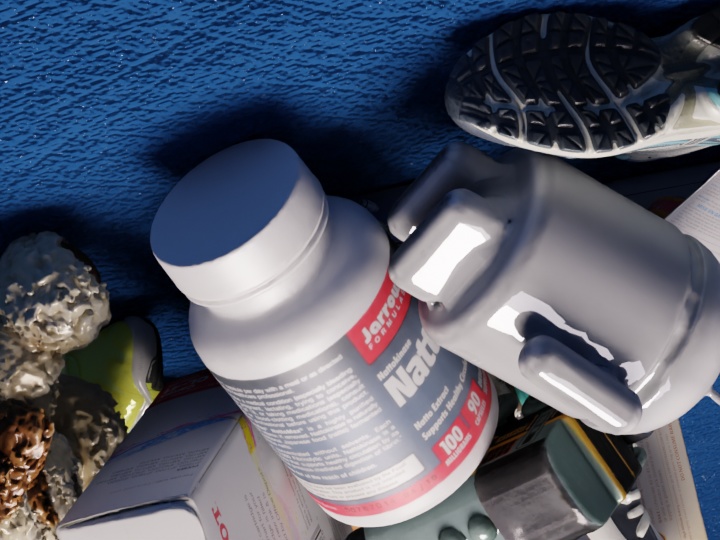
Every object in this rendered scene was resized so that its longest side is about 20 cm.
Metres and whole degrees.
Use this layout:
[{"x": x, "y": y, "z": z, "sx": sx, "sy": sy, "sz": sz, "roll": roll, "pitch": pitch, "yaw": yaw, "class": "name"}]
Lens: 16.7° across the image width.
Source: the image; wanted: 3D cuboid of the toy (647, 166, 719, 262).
[{"x": 0.187, "y": -0.013, "z": 1.384, "sx": 0.115, "sy": 0.047, "sz": 0.200, "roll": 19, "pitch": 124, "yaw": -42, "class": "toy"}]

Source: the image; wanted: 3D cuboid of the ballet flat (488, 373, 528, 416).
[{"x": 0.068, "y": 0.035, "z": 1.414, "sx": 0.071, "sy": 0.072, "sz": 0.200, "roll": -12, "pitch": 155, "yaw": -2, "class": "ballet flat"}]

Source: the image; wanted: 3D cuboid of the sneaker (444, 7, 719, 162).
[{"x": 0.133, "y": -0.081, "z": 1.254, "sx": 0.199, "sy": 0.078, "sz": 0.086, "roll": -4, "pitch": 159, "yaw": -20, "class": "sneaker"}]

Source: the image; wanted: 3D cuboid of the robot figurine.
[{"x": 0.110, "y": 0.012, "z": 1.264, "sx": 0.200, "sy": 0.170, "sz": 0.113, "roll": 29, "pitch": 127, "yaw": -20, "class": "robot figurine"}]

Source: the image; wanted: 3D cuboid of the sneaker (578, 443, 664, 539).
[{"x": 0.166, "y": 0.148, "z": 1.540, "sx": 0.129, "sy": 0.200, "sz": 0.079, "roll": 27, "pitch": 171, "yaw": -2, "class": "sneaker"}]

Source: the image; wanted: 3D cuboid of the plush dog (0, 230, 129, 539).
[{"x": -0.202, "y": 0.101, "z": 1.314, "sx": 0.160, "sy": 0.172, "sz": 0.200, "roll": -7, "pitch": 135, "yaw": -6, "class": "plush dog"}]

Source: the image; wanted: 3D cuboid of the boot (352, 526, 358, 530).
[{"x": 0.003, "y": 0.156, "z": 1.514, "sx": 0.154, "sy": 0.074, "sz": 0.200, "roll": 28, "pitch": 119, "yaw": -14, "class": "boot"}]

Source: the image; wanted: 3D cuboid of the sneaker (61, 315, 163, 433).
[{"x": -0.192, "y": 0.089, "z": 1.471, "sx": 0.076, "sy": 0.076, "sz": 0.200, "roll": 18, "pitch": 138, "yaw": -39, "class": "sneaker"}]

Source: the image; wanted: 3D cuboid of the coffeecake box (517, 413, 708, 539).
[{"x": 0.113, "y": 0.134, "z": 1.618, "sx": 0.199, "sy": 0.154, "sz": 0.073, "roll": -13, "pitch": 173, "yaw": 0, "class": "coffeecake box"}]

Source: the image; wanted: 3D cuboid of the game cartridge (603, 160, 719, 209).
[{"x": 0.172, "y": -0.006, "z": 1.496, "sx": 0.133, "sy": 0.042, "sz": 0.200, "roll": -14, "pitch": 157, "yaw": -9, "class": "game cartridge"}]

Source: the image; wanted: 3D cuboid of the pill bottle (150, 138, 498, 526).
[{"x": -0.021, "y": 0.031, "z": 1.301, "sx": 0.119, "sy": 0.120, "sz": 0.200, "roll": -22, "pitch": 128, "yaw": 20, "class": "pill bottle"}]

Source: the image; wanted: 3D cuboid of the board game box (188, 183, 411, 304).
[{"x": 0.000, "y": 0.000, "z": 1.417, "sx": 0.199, "sy": 0.035, "sz": 0.136, "roll": -13, "pitch": 157, "yaw": -1, "class": "board game box"}]

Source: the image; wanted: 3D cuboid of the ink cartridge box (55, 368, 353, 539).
[{"x": -0.077, "y": 0.152, "z": 1.347, "sx": 0.085, "sy": 0.148, "sz": 0.200, "roll": -14, "pitch": -165, "yaw": 20, "class": "ink cartridge box"}]

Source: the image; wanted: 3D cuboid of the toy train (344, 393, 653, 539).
[{"x": 0.073, "y": 0.123, "z": 1.373, "sx": 0.200, "sy": 0.085, "sz": 0.114, "roll": -27, "pitch": -169, "yaw": 35, "class": "toy train"}]
